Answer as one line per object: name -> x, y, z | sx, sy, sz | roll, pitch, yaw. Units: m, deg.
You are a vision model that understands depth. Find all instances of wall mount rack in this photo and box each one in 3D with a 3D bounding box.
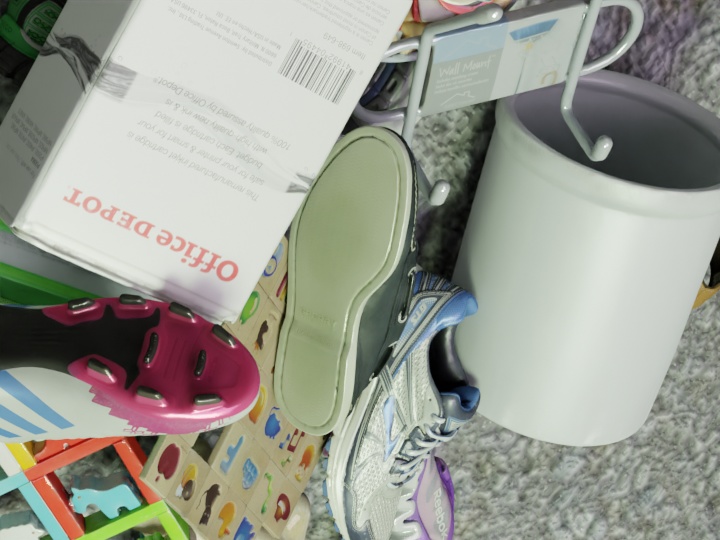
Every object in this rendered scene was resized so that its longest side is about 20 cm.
wall mount rack -> 0.097, -0.121, 1.134 | 0.198, 0.075, 0.175 | -16, 146, -21

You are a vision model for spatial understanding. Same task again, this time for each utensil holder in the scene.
utensil holder -> 0.147, -0.010, 1.325 | 0.169, 0.170, 0.201 | -7, 127, -35

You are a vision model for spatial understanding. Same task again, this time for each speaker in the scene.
speaker -> -0.187, 0.017, 1.088 | 0.198, 0.089, 0.089 | 20, 108, -21

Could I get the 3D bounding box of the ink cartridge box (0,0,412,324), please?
ink cartridge box -> -0.088, -0.092, 1.035 | 0.145, 0.085, 0.201 | 25, 96, -35

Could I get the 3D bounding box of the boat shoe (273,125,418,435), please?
boat shoe -> 0.002, 0.001, 1.181 | 0.066, 0.074, 0.201 | -26, 132, -52

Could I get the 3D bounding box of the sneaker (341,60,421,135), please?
sneaker -> 0.050, -0.160, 1.218 | 0.200, 0.074, 0.087 | -48, 155, 3

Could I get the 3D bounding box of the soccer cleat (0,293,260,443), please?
soccer cleat -> -0.151, 0.055, 1.029 | 0.198, 0.070, 0.087 | 8, 145, -2

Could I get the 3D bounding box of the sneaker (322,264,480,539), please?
sneaker -> 0.031, 0.096, 1.300 | 0.077, 0.084, 0.202 | -27, 128, -65

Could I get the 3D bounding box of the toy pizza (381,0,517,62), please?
toy pizza -> 0.025, -0.215, 1.118 | 0.198, 0.032, 0.202 | -5, 108, -16

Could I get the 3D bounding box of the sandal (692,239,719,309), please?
sandal -> 0.253, -0.015, 1.484 | 0.080, 0.054, 0.201 | 12, 112, -43

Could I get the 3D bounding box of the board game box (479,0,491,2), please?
board game box -> 0.080, -0.285, 1.091 | 0.200, 0.026, 0.201 | -41, 109, -16

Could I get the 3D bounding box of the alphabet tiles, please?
alphabet tiles -> -0.060, 0.087, 1.213 | 0.168, 0.007, 0.200 | -64, 155, -17

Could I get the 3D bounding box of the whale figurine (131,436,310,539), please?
whale figurine -> -0.107, 0.187, 1.316 | 0.159, 0.104, 0.201 | -36, 128, -12

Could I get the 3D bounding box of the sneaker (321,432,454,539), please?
sneaker -> 0.029, 0.149, 1.414 | 0.088, 0.080, 0.202 | -37, 129, -49

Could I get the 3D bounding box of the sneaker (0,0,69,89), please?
sneaker -> -0.103, -0.129, 1.098 | 0.199, 0.078, 0.086 | 6, 116, -41

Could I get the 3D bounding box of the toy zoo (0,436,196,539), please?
toy zoo -> -0.199, 0.120, 1.189 | 0.130, 0.021, 0.201 | -24, 121, 5
